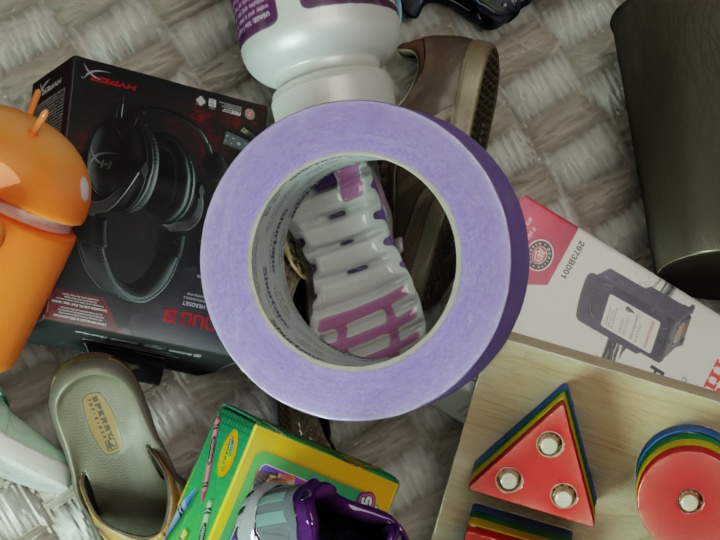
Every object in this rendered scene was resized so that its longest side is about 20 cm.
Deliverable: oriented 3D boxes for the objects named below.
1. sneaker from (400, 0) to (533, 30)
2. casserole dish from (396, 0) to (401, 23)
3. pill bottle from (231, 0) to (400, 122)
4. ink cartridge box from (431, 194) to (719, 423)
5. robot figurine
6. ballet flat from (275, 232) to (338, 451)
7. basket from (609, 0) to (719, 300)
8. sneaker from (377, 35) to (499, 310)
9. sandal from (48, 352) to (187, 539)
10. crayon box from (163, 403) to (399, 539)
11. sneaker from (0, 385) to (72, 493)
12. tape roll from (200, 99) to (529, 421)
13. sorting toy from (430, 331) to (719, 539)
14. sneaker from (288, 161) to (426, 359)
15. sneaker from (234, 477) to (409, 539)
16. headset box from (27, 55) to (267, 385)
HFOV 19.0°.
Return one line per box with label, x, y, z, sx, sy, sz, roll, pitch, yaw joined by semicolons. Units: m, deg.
sneaker;0.115;-0.215;1.566;0.199;0.074;0.081;1;82;-3
casserole dish;-0.043;-0.228;1.551;0.120;0.039;0.201;-12;79;-13
pill bottle;-0.034;-0.192;1.466;0.112;0.112;0.201;-8;78;-12
ink cartridge box;0.155;0.066;1.487;0.199;0.084;0.145;31;74;-2
robot figurine;-0.239;-0.016;1.322;0.116;0.144;0.201;31;97;27
ballet flat;-0.040;0.064;1.459;0.046;0.067;0.201;-10;81;18
basket;0.263;-0.090;1.502;0.179;0.136;0.201;-8;69;27
sneaker;0.043;-0.070;1.522;0.075;0.070;0.201;10;75;20
sandal;-0.142;0.146;1.396;0.081;0.055;0.201;-22;111;-6
crayon box;-0.070;0.202;1.381;0.118;0.058;0.201;25;85;-30
sneaker;-0.251;0.054;1.422;0.200;0.074;0.118;36;70;-1
tape roll;0.004;-0.007;1.365;0.199;0.085;0.201;0;91;13
sorting toy;0.153;0.165;1.404;0.199;0.070;0.200;16;108;3
sneaker;0.000;0.000;1.456;0.080;0.088;0.201;-15;90;11
sneaker;0.018;0.196;1.325;0.200;0.087;0.075;34;59;-22
headset box;-0.150;-0.024;1.437;0.148;0.077;0.201;14;71;-28
